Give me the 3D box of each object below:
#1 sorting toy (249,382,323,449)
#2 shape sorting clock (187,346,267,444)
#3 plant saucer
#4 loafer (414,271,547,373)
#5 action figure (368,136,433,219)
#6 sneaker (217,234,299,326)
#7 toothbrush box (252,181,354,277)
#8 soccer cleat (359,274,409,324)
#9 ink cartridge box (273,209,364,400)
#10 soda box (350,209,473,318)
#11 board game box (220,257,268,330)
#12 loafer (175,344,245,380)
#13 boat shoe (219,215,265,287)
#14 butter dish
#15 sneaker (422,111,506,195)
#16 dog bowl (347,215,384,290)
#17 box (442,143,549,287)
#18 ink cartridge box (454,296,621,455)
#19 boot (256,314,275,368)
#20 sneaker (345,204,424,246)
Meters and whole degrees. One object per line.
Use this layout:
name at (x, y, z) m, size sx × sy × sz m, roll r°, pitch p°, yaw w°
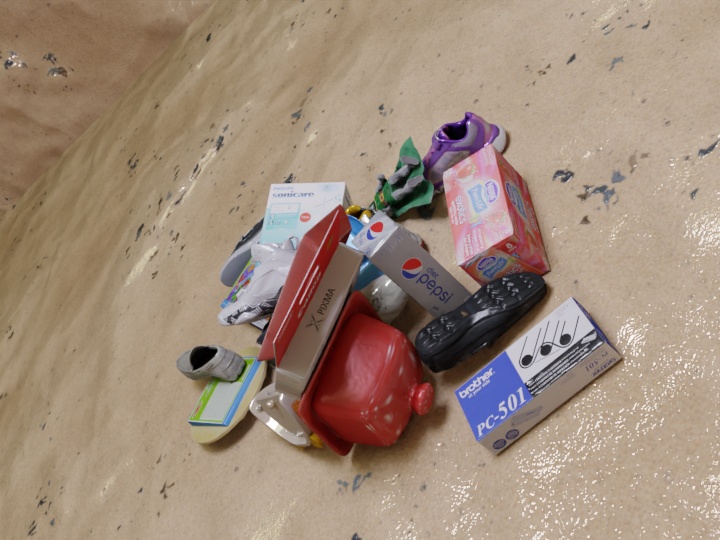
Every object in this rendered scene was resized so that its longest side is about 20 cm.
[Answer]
sorting toy at (-0.059, 0.177, 1.217) m, size 0.180 × 0.107 × 0.200 m, roll -47°, pitch 6°, yaw -23°
shape sorting clock at (-0.239, 0.227, 1.432) m, size 0.200 × 0.039 × 0.200 m, roll -32°, pitch 34°, yaw 25°
plant saucer at (-0.072, 0.019, 1.130) m, size 0.200 × 0.037 × 0.200 m, roll -54°, pitch -13°, yaw -69°
loafer at (0.169, 0.072, 1.082) m, size 0.200 × 0.070 × 0.068 m, roll -32°, pitch 37°, yaw -1°
action figure at (0.057, -0.135, 1.359) m, size 0.200 × 0.055 × 0.118 m, roll 137°, pitch 124°, yaw -66°
sneaker at (-0.165, 0.019, 1.314) m, size 0.200 × 0.075 × 0.115 m, roll -21°, pitch 82°, yaw 25°
toothbrush box at (-0.098, -0.055, 1.417) m, size 0.146 × 0.085 × 0.200 m, roll 1°, pitch 60°, yaw 14°
soccer cleat at (-0.009, 0.072, 1.197) m, size 0.200 × 0.078 × 0.069 m, roll -36°, pitch 74°, yaw 13°
ink cartridge box at (-0.052, 0.050, 1.013) m, size 0.176 × 0.045 × 0.200 m, roll 102°, pitch -168°, yaw -64°
soda box at (0.080, 0.002, 1.126) m, size 0.063 × 0.200 × 0.068 m, roll -48°, pitch 34°, yaw 3°
board game box at (-0.178, 0.046, 1.519) m, size 0.200 × 0.045 × 0.135 m, roll 18°, pitch 73°, yaw 54°
loafer at (-0.291, 0.165, 1.460) m, size 0.200 × 0.070 × 0.070 m, roll -8°, pitch 48°, yaw 48°
boat shoe at (-0.222, -0.053, 1.630) m, size 0.199 × 0.074 × 0.068 m, roll -51°, pitch 37°, yaw 1°
butter dish at (0.031, 0.161, 1.090) m, size 0.147 × 0.200 × 0.200 m, roll 14°, pitch 66°, yaw 27°
sneaker at (0.144, -0.202, 1.333) m, size 0.200 × 0.088 × 0.081 m, roll -33°, pitch 42°, yaw 30°
dog bowl at (0.000, 0.000, 1.278) m, size 0.111 × 0.050 × 0.200 m, roll -44°, pitch 67°, yaw 8°
box at (0.195, -0.075, 1.151) m, size 0.095 × 0.103 × 0.200 m, roll -32°, pitch 39°, yaw 27°
ink cartridge box at (0.219, 0.133, 0.989) m, size 0.200 × 0.044 × 0.094 m, roll -42°, pitch 34°, yaw 15°
boot at (-0.136, 0.114, 1.335) m, size 0.200 × 0.097 × 0.075 m, roll -24°, pitch 32°, yaw 58°
sneaker at (0.032, -0.058, 1.339) m, size 0.078 × 0.082 × 0.200 m, roll -54°, pitch 36°, yaw -5°
